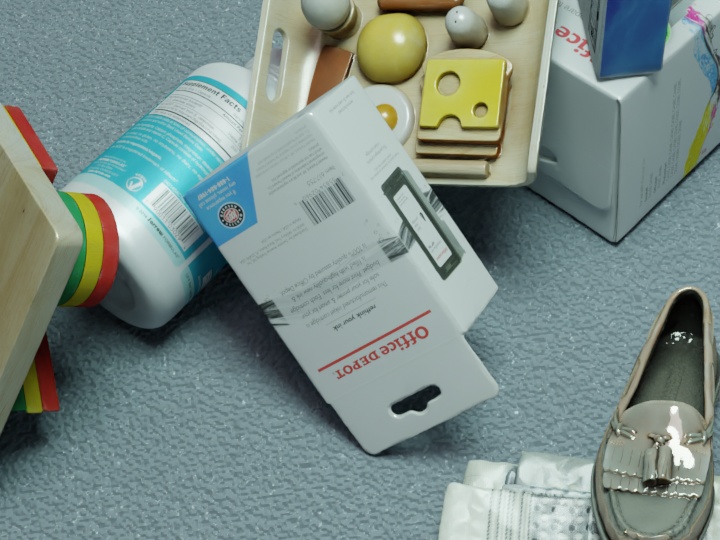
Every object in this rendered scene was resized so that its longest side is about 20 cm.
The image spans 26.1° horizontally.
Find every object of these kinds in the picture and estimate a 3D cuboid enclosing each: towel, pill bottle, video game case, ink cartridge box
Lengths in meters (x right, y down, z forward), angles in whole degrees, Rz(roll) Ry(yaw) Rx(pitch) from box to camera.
[{"bbox_3d":[0.133,0.188,0.866,0.191,0.035,0.201,3,49,13],"label":"towel"},{"bbox_3d":[-0.108,-0.063,1.047,0.110,0.111,0.200,31,61,26],"label":"pill bottle"},{"bbox_3d":[0.152,-0.250,0.920,0.045,0.201,0.182,-6,53,-1],"label":"video game case"},{"bbox_3d":[0.000,0.000,0.950,0.116,0.201,0.068,-29,10,34],"label":"ink cartridge box"},{"bbox_3d":[0.183,-0.156,1.064,0.146,0.147,0.200,36,65,28],"label":"ink cartridge box"}]

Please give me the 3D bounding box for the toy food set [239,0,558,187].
[{"bbox_3d":[0.026,-0.130,0.972,0.198,0.060,0.145,3,79,24],"label":"toy food set"}]

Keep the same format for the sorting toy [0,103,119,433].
[{"bbox_3d":[-0.231,-0.001,0.974,0.069,0.201,0.199,3,37,-41],"label":"sorting toy"}]

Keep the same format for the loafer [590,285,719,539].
[{"bbox_3d":[0.175,0.085,0.904,0.071,0.063,0.200,6,36,15],"label":"loafer"}]
